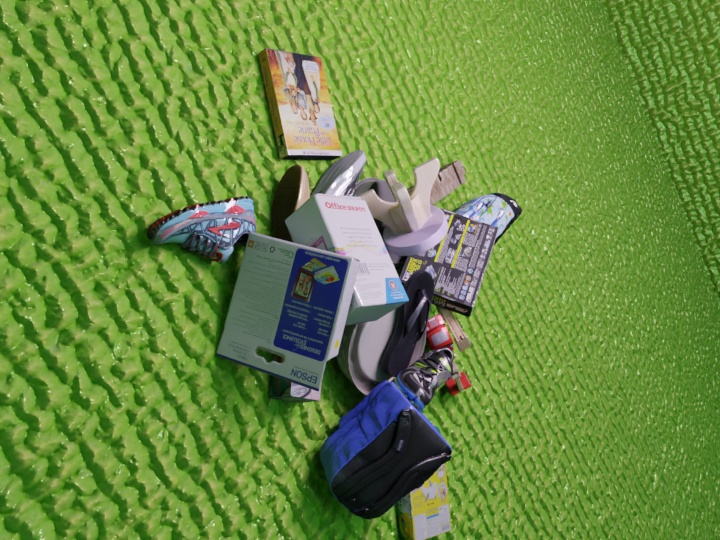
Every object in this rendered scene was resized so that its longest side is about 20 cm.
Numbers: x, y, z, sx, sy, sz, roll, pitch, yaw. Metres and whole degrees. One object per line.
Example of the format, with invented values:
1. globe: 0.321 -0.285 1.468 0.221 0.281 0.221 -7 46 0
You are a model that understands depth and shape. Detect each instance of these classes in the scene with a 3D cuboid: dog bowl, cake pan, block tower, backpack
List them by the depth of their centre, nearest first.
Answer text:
1. backpack: 0.031 0.313 1.110 0.200 0.168 0.163 -44 113 -2
2. dog bowl: 0.036 0.131 1.197 0.197 0.058 0.205 -12 109 -40
3. cake pan: 0.053 -0.098 1.330 0.198 0.036 0.205 15 69 -43
4. backpack: 0.250 -0.089 1.458 0.154 0.162 0.202 43 59 -18
5. block tower: 0.171 -0.192 1.461 0.199 0.057 0.055 -36 104 -43

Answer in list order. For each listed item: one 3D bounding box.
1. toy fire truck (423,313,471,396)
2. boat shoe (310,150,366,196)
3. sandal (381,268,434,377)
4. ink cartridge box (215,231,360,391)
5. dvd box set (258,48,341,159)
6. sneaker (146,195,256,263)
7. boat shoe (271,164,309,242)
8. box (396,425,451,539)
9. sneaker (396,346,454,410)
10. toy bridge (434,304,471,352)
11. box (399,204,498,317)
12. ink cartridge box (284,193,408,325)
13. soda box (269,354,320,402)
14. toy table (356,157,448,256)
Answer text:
1. toy fire truck: 0.176 0.177 1.317 0.200 0.048 0.143 62 3 -72
2. boat shoe: -0.044 -0.147 1.232 0.201 0.071 0.071 -55 126 -27
3. sandal: 0.099 0.100 1.177 0.075 0.042 0.204 18 88 -43
4. ink cartridge box: -0.113 0.059 0.993 0.047 0.194 0.204 17 87 -66
5. dvd box set: -0.113 -0.313 1.222 0.145 0.029 0.205 -8 85 -46
6. sneaker: -0.234 -0.056 0.998 0.198 0.078 0.098 -20 96 -46
7. boat shoe: -0.115 -0.083 1.137 0.064 0.070 0.205 15 78 -47
8. box: 0.119 0.413 1.257 0.116 0.048 0.205 6 78 -44
9. sneaker: 0.122 0.183 1.149 0.071 0.083 0.199 49 23 4
10. toy bridge: 0.169 0.073 1.323 0.068 0.027 0.202 60 4 -44
11. box: 0.180 -0.024 1.308 0.045 0.157 0.203 89 21 -59
12. ink cartridge box: -0.022 -0.018 1.072 0.143 0.084 0.203 -1 65 -54
13. soda box: -0.104 0.119 1.095 0.068 0.063 0.205 19 66 -41
14. toy table: 0.086 -0.120 1.213 0.182 0.200 0.119 -30 110 -8
